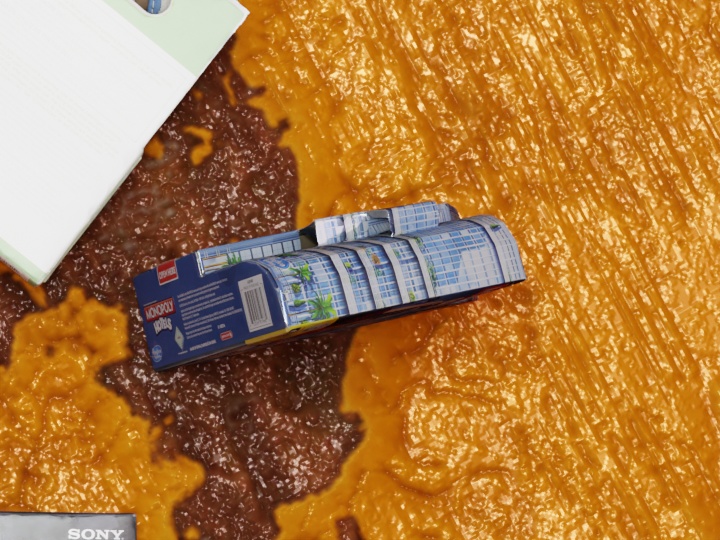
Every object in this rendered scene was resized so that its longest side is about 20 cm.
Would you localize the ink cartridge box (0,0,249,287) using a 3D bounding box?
[{"bbox_3d":[-0.181,-0.113,1.463,0.145,0.048,0.200,38,83,-5],"label":"ink cartridge box"}]

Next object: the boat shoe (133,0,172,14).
[{"bbox_3d":[-0.131,-0.249,1.485,0.072,0.072,0.202,3,83,-10],"label":"boat shoe"}]

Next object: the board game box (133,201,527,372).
[{"bbox_3d":[0.000,0.000,1.445,0.199,0.200,0.062,-12,87,-27],"label":"board game box"}]

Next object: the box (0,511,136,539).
[{"bbox_3d":[-0.199,0.236,1.436,0.142,0.036,0.202,2,82,-12],"label":"box"}]
